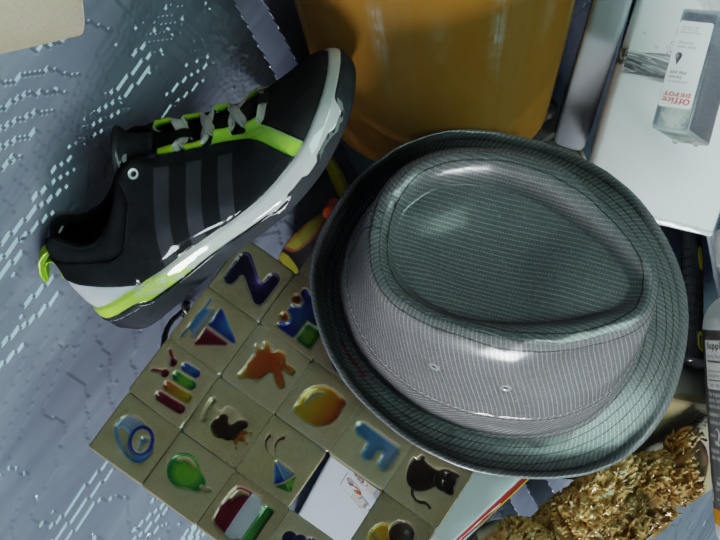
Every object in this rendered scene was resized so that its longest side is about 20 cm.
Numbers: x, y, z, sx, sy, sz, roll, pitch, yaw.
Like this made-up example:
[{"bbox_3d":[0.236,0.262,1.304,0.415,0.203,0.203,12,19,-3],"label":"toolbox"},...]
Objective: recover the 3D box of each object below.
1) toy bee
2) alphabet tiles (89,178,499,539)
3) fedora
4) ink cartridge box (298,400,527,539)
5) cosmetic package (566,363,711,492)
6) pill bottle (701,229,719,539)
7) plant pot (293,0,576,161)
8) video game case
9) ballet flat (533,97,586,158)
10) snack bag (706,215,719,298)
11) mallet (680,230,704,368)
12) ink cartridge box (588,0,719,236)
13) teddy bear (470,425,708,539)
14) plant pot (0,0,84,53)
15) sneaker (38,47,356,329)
[{"bbox_3d":[0.000,0.000,0.807,0.131,0.109,0.200,42,53,7],"label":"toy bee"},{"bbox_3d":[-0.011,0.056,0.722,0.166,0.008,0.201,34,73,7],"label":"alphabet tiles"},{"bbox_3d":[0.075,0.005,0.692,0.198,0.090,0.178,22,73,3],"label":"fedora"},{"bbox_3d":[0.062,0.098,0.832,0.175,0.200,0.084,-38,78,-21],"label":"ink cartridge box"},{"bbox_3d":[0.195,0.094,0.984,0.198,0.072,0.105,11,135,-37],"label":"cosmetic package"},{"bbox_3d":[0.276,0.072,0.901,0.115,0.116,0.203,-2,89,-36],"label":"pill bottle"},{"bbox_3d":[0.039,-0.164,0.768,0.199,0.200,0.185,-28,133,-28],"label":"plant pot"},{"bbox_3d":[0.157,-0.196,0.829,0.201,0.023,0.184,92,16,-64],"label":"video game case"},{"bbox_3d":[0.121,-0.054,0.920,0.072,0.072,0.202,-31,118,-26],"label":"ballet flat"},{"bbox_3d":[0.282,-0.057,1.013,0.188,0.021,0.202,-34,113,-51],"label":"snack bag"},{"bbox_3d":[0.219,-0.036,0.968,0.066,0.041,0.202,33,56,-39],"label":"mallet"},{"bbox_3d":[0.195,-0.142,0.822,0.146,0.084,0.202,-58,165,-62],"label":"ink cartridge box"},{"bbox_3d":[0.144,0.163,0.922,0.199,0.067,0.145,-33,159,-11],"label":"teddy bear"},{"bbox_3d":[-0.240,-0.150,0.575,0.198,0.187,0.189,-23,116,-14],"label":"plant pot"},{"bbox_3d":[-0.088,-0.049,0.726,0.200,0.072,0.083,-43,114,16],"label":"sneaker"}]
